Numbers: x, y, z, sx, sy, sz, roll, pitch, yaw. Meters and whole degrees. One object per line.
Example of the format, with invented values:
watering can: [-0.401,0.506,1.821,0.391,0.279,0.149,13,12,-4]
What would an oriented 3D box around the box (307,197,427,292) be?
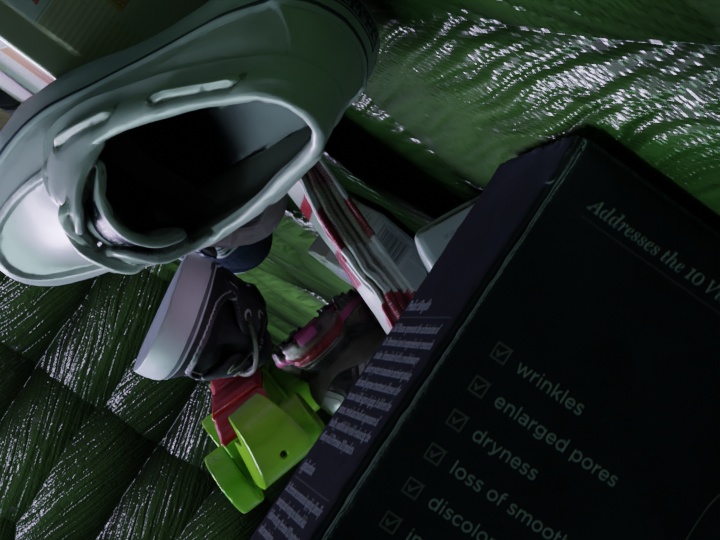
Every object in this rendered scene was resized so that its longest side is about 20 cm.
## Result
box: [0.051,0.029,1.057,0.200,0.042,0.039,38,175,-37]

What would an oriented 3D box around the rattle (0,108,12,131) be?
rattle: [-0.227,-0.051,0.797,0.200,0.143,0.130,29,-165,-26]

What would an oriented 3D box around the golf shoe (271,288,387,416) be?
golf shoe: [0.009,0.056,1.106,0.092,0.073,0.200,49,-165,1]

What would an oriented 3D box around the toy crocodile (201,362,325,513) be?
toy crocodile: [-0.060,0.083,1.073,0.062,0.067,0.200,54,-179,-13]

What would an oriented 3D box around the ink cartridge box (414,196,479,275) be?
ink cartridge box: [0.093,0.079,0.841,0.200,0.043,0.196,60,179,13]

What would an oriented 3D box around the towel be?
towel: [0.000,0.000,0.876,0.200,0.023,0.144,55,177,7]

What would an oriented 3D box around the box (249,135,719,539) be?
box: [0.085,0.094,0.623,0.200,0.197,0.124,35,175,-7]

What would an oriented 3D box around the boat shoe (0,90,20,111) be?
boat shoe: [-0.211,-0.100,1.102,0.075,0.062,0.200,15,-159,-12]

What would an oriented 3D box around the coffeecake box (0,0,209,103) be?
coffeecake box: [-0.123,-0.108,0.761,0.153,0.073,0.200,37,174,-18]

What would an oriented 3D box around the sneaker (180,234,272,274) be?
sneaker: [-0.089,-0.035,1.184,0.108,0.070,0.200,33,171,36]

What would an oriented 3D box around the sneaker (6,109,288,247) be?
sneaker: [-0.146,-0.041,1.023,0.199,0.078,0.099,5,177,-25]

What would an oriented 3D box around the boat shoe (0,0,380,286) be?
boat shoe: [-0.077,-0.034,0.640,0.074,0.065,0.200,38,136,-20]

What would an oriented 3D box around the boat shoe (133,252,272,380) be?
boat shoe: [-0.081,0.033,1.049,0.066,0.070,0.200,24,180,-3]
